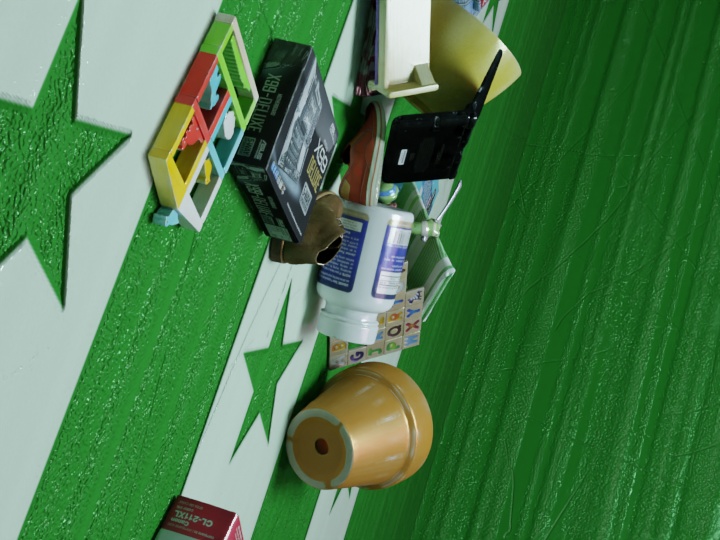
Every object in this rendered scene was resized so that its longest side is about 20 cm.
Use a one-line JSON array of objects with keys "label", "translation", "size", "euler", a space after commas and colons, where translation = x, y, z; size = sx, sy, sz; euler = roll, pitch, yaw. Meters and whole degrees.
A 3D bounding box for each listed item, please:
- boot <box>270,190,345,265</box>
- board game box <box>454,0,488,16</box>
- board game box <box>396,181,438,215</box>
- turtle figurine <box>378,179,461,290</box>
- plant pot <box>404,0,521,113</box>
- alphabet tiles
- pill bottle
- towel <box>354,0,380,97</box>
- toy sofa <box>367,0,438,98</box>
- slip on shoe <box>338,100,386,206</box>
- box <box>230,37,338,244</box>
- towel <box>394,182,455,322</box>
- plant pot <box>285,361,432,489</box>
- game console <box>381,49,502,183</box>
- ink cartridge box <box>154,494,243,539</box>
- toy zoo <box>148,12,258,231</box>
[{"label": "boot", "translation": [-0.049, -0.050, 1.447], "size": [0.200, 0.075, 0.074], "euler": [-51, 151, -62]}, {"label": "board game box", "translation": [0.235, -0.550, 2.009], "size": [0.201, 0.061, 0.200], "euler": [-55, 160, -16]}, {"label": "board game box", "translation": [0.102, -0.161, 2.002], "size": [0.201, 0.047, 0.152], "euler": [86, 22, -53]}, {"label": "turtle figurine", "translation": [0.069, -0.073, 1.760], "size": [0.200, 0.143, 0.195], "euler": [-52, 157, -51]}, {"label": "plant pot", "translation": [0.132, -0.320, 1.725], "size": [0.142, 0.200, 0.200], "euler": [-50, 165, 0]}, {"label": "alphabet tiles", "translation": [0.026, 0.071, 1.765], "size": [0.008, 0.166, 0.201], "euler": [-121, -156, -42]}, {"label": "pill bottle", "translation": [0.000, 0.000, 1.602], "size": [0.120, 0.119, 0.202], "euler": [-8, 113, -75]}, {"label": "towel", "translation": [0.038, -0.355, 1.592], "size": [0.144, 0.023, 0.202], "euler": [-38, 140, -70]}, {"label": "toy sofa", "translation": [0.052, -0.346, 1.497], "size": [0.082, 0.098, 0.201], "euler": [-14, 121, -25]}, {"label": "slip on shoe", "translation": [0.005, -0.174, 1.572], "size": [0.074, 0.061, 0.201], "euler": [92, 5, -49]}, {"label": "box", "translation": [-0.084, -0.143, 1.256], "size": [0.200, 0.049, 0.159], "euler": [72, 35, -66]}, {"label": "towel", "translation": [0.094, -0.035, 1.835], "size": [0.153, 0.023, 0.201], "euler": [117, -38, -47]}, {"label": "plant pot", "translation": [-0.015, 0.258, 1.703], "size": [0.183, 0.199, 0.202], "euler": [-12, 117, -58]}, {"label": "game console", "translation": [0.116, -0.223, 1.604], "size": [0.200, 0.174, 0.117], "euler": [101, -18, -69]}, {"label": "ink cartridge box", "translation": [-0.207, 0.384, 1.240], "size": [0.146, 0.082, 0.201], "euler": [90, 20, -48]}, {"label": "toy zoo", "translation": [-0.153, -0.129, 1.054], "size": [0.131, 0.020, 0.201], "euler": [78, 29, -62]}]
